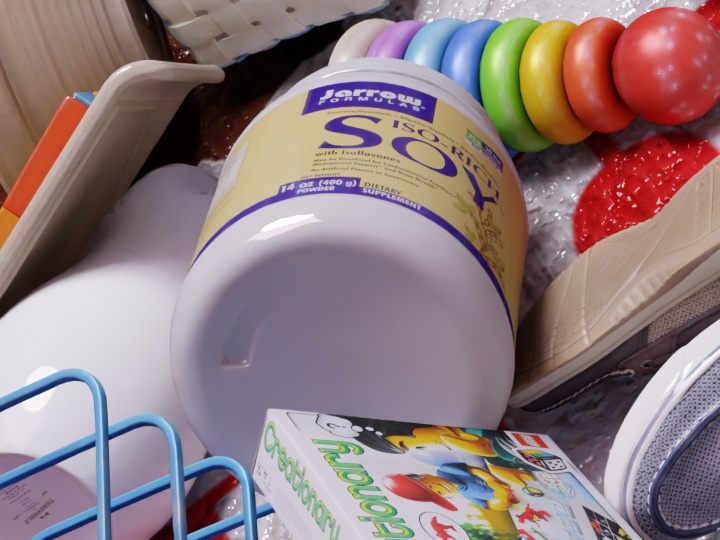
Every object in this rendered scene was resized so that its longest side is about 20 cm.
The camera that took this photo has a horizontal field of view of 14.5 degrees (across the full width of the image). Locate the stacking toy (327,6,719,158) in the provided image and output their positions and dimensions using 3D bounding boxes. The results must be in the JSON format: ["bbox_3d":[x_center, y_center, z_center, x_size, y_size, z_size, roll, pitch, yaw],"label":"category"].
[{"bbox_3d":[0.084,-0.086,1.348,0.199,0.085,0.086,-4,49,34],"label":"stacking toy"}]

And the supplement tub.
[{"bbox_3d":[0.000,0.000,1.239,0.145,0.146,0.200,-30,20,18],"label":"supplement tub"}]

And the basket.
[{"bbox_3d":[-0.051,-0.216,1.559,0.176,0.139,0.201,-18,47,25],"label":"basket"}]

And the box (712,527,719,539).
[{"bbox_3d":[0.157,0.194,0.908,0.106,0.122,0.201,-8,47,41],"label":"box"}]

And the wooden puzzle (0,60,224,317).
[{"bbox_3d":[-0.151,-0.030,1.411,0.200,0.037,0.185,-53,-3,7],"label":"wooden puzzle"}]

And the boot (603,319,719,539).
[{"bbox_3d":[0.186,0.045,1.086,0.200,0.073,0.090,-42,28,0],"label":"boot"}]

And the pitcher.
[{"bbox_3d":[-0.136,0.062,1.380,0.172,0.121,0.200,-42,16,40],"label":"pitcher"}]

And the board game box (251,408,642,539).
[{"bbox_3d":[0.049,0.111,1.055,0.200,0.126,0.035,-132,52,-60],"label":"board game box"}]

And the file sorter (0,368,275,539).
[{"bbox_3d":[-0.092,0.143,1.125,0.138,0.200,0.123,-25,52,26],"label":"file sorter"}]

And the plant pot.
[{"bbox_3d":[-0.159,-0.125,1.531,0.092,0.201,0.201,-20,37,8],"label":"plant pot"}]

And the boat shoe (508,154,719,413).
[{"bbox_3d":[0.135,0.012,1.186,0.200,0.065,0.072,-40,23,38],"label":"boat shoe"}]
